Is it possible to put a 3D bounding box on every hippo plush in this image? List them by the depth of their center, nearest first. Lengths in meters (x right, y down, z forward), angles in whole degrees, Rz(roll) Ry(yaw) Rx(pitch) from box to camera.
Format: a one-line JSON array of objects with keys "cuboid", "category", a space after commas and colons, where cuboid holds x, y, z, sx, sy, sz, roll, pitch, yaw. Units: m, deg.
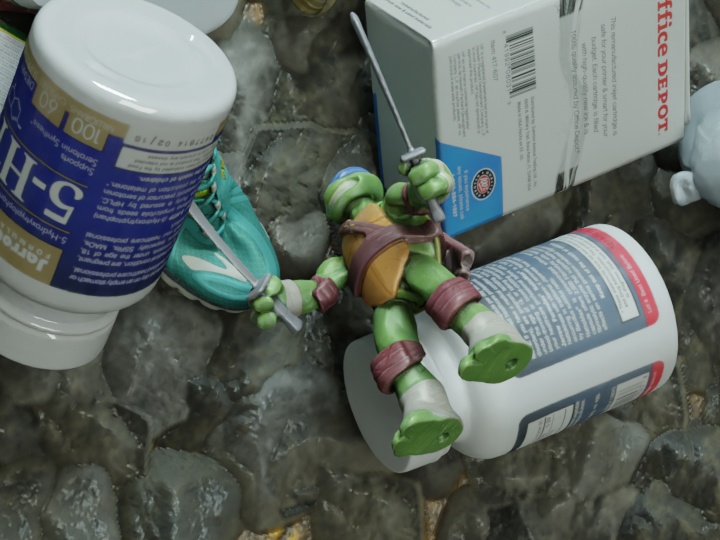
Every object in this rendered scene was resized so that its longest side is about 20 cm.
[{"cuboid": [0.283, -0.046, 1.347, 0.160, 0.200, 0.160, 22, 115, -14], "category": "hippo plush"}]

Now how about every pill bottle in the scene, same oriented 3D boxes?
[{"cuboid": [-0.158, -0.046, 1.123, 0.119, 0.120, 0.201, 10, 125, -25], "category": "pill bottle"}, {"cuboid": [0.096, 0.054, 1.284, 0.199, 0.119, 0.120, -20, 100, -23], "category": "pill bottle"}]

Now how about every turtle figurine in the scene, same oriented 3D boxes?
[{"cuboid": [0.000, 0.000, 1.151, 0.143, 0.194, 0.200, -30, 147, -5], "category": "turtle figurine"}]

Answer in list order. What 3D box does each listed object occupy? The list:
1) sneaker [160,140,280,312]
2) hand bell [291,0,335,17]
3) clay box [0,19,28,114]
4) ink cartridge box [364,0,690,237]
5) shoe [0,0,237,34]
[{"cuboid": [-0.113, -0.057, 1.206, 0.077, 0.080, 0.201, -38, 107, -19], "category": "sneaker"}, {"cuboid": [0.053, -0.226, 1.259, 0.199, 0.104, 0.105, -10, 96, -22], "category": "hand bell"}, {"cuboid": [-0.283, -0.072, 1.126, 0.115, 0.048, 0.201, 30, 96, -22], "category": "clay box"}, {"cuboid": [0.112, -0.130, 1.279, 0.199, 0.084, 0.147, -23, 127, -24], "category": "ink cartridge box"}, {"cuboid": [-0.165, -0.184, 1.185, 0.200, 0.091, 0.072, -5, 105, -54], "category": "shoe"}]
